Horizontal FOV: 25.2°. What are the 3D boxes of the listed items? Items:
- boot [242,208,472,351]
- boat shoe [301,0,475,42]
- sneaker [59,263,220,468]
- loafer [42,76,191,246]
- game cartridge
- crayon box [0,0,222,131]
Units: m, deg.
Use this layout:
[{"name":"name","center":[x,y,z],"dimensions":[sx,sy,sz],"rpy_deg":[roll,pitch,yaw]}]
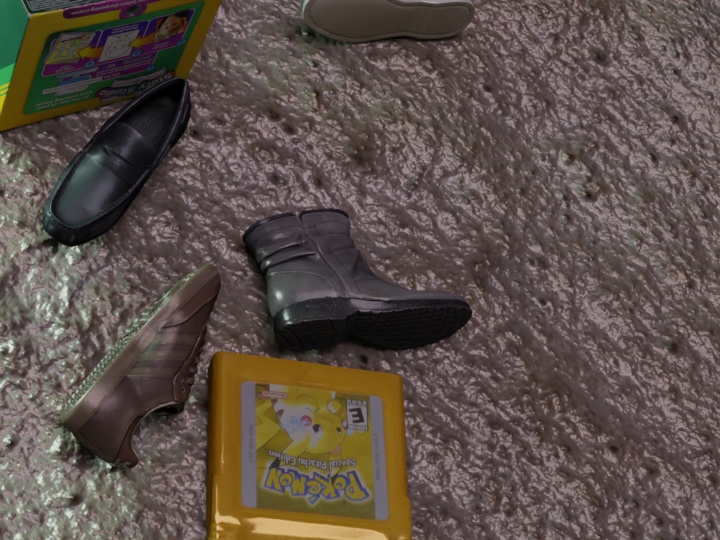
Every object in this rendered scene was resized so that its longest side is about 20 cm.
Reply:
[{"name":"boot","center":[0.000,0.000,1.464],"dimensions":[0.199,0.070,0.132],"rpy_deg":[2,53,-27]},{"name":"boat shoe","center":[0.023,-0.279,1.649],"dimensions":[0.199,0.072,0.060],"rpy_deg":[-4,55,-29]},{"name":"sneaker","center":[-0.169,0.081,1.351],"dimensions":[0.076,0.070,0.200],"rpy_deg":[48,55,-12]},{"name":"loafer","center":[-0.215,-0.102,1.433],"dimensions":[0.068,0.071,0.201],"rpy_deg":[34,52,1]},{"name":"game cartridge","center":[-0.042,0.171,1.355],"dimensions":[0.175,0.032,0.201],"rpy_deg":[8,55,-18]},{"name":"crayon box","center":[-0.230,-0.213,1.434],"dimensions":[0.199,0.173,0.059],"rpy_deg":[-19,71,-31]}]
